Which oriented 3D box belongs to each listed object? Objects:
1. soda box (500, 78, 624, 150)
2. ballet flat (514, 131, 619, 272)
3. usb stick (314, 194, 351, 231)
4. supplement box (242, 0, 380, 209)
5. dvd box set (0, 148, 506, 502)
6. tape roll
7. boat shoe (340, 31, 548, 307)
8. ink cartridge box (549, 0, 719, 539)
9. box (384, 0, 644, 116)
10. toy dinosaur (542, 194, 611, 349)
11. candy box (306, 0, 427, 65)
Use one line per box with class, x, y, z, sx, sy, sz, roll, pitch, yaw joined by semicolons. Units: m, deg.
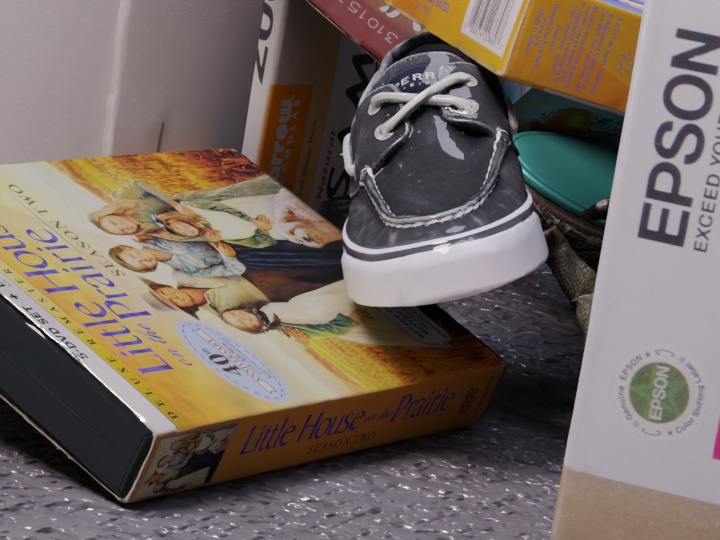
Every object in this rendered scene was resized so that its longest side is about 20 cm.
soda box;0.106;-0.107;1.204;0.063;0.069;0.200;11;-27;-23
ballet flat;0.142;-0.010;1.241;0.199;0.076;0.068;5;42;-17
usb stick;0.000;0.000;1.174;0.055;0.033;0.200;2;12;2
supplement box;-0.010;-0.097;1.398;0.073;0.127;0.200;19;15;33
dvd box set;-0.059;0.011;0.967;0.146;0.030;0.200;38;24;27
tape roll;-0.143;-0.069;1.126;0.201;0.140;0.203;9;11;-2
boat shoe;0.026;-0.042;1.016;0.071;0.068;0.200;-11;16;8
ink cartridge box;0.156;0.001;0.867;0.164;0.201;0.075;12;11;15
box;0.120;-0.076;1.073;0.199;0.042;0.119;13;12;-24
toy dinosaur;0.118;0.015;1.028;0.077;0.103;0.200;-29;-3;28
candy box;0.006;-0.155;1.257;0.117;0.056;0.200;40;19;-8
